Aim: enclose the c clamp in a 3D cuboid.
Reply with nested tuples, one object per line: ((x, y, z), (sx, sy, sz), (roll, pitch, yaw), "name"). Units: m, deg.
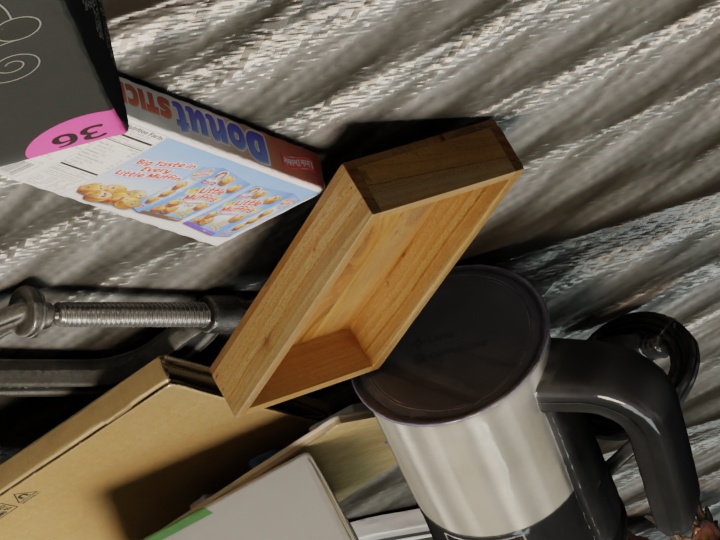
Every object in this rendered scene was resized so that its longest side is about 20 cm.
((-0.138, 0.031, 1.637), (0.199, 0.027, 0.171), (-2, 159, -35), "c clamp")

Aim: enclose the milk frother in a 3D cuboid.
((0.104, 0.064, 1.756), (0.179, 0.201, 0.189), (-13, 135, 10), "milk frother")

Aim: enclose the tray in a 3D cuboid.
((0.000, 0.000, 1.572), (0.098, 0.037, 0.200), (-17, 156, -34), "tray")

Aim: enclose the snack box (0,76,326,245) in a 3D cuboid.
((-0.099, -0.053, 1.440), (0.072, 0.024, 0.200), (-26, 157, 26), "snack box")

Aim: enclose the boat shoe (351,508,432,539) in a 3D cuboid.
((0.033, 0.213, 2.154), (0.199, 0.071, 0.072), (-15, 160, 3), "boat shoe")

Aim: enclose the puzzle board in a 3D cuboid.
((-0.018, 0.113, 1.819), (0.150, 0.017, 0.200), (-35, 166, 28), "puzzle board")

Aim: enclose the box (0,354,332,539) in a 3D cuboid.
((-0.136, 0.119, 1.760), (0.200, 0.021, 0.163), (-34, 152, 24), "box")

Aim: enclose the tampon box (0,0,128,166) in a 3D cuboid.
((-0.181, -0.118, 1.065), (0.149, 0.127, 0.200), (-15, 160, 2), "tampon box")

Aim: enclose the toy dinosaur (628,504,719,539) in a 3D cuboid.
((0.207, 0.226, 2.307), (0.199, 0.086, 0.136), (1, 149, 4), "toy dinosaur")

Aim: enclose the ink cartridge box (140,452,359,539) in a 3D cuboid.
((-0.067, 0.191, 1.790), (0.145, 0.084, 0.200), (-28, 167, -3), "ink cartridge box")
